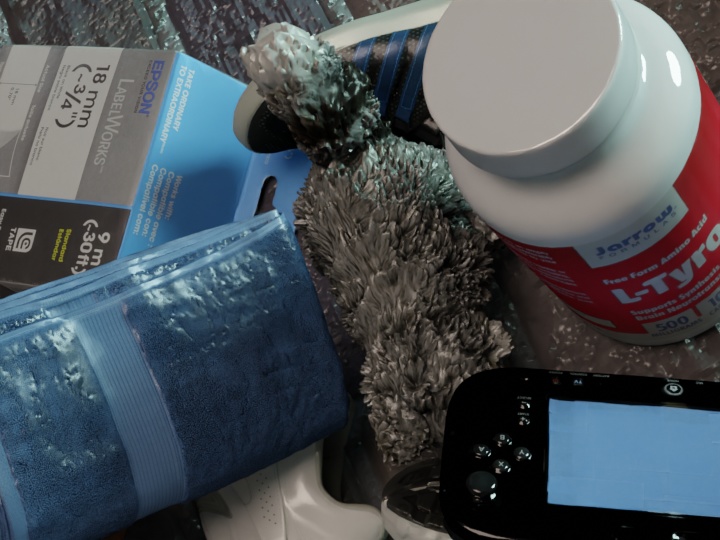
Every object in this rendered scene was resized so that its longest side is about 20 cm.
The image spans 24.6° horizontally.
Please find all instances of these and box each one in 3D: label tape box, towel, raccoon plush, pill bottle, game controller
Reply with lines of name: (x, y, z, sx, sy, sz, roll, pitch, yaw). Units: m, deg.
label tape box: (-0.131, -0.048, 0.928, 0.198, 0.063, 0.146, 6, 74, 30)
towel: (-0.099, 0.052, 0.732, 0.048, 0.198, 0.113, -23, 87, 57)
raccoon plush: (0.000, 0.000, 0.766, 0.096, 0.199, 0.135, -34, 37, 26)
pill bottle: (0.104, -0.049, 0.720, 0.111, 0.200, 0.114, -10, 65, 24)
game controller: (0.133, 0.085, 0.697, 0.197, 0.042, 0.105, 4, 48, 5)

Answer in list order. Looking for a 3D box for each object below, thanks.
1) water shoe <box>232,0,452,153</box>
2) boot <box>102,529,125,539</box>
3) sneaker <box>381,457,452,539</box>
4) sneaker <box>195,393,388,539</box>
water shoe: (0.026, -0.090, 0.853, 0.198, 0.071, 0.080, -22, 71, 15)
boot: (-0.158, 0.102, 0.828, 0.108, 0.074, 0.202, 54, 141, 42)
sneaker: (0.103, 0.144, 0.730, 0.198, 0.074, 0.080, 14, 118, 21)
sneaker: (-0.054, 0.080, 0.833, 0.099, 0.078, 0.201, -36, 71, -1)
